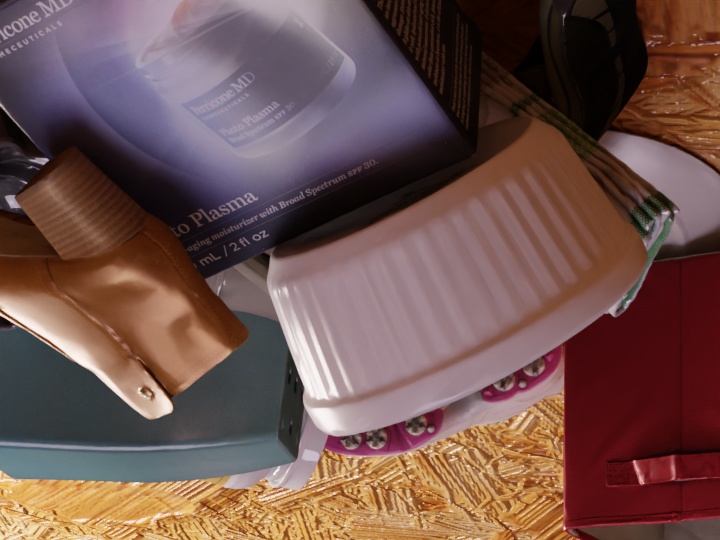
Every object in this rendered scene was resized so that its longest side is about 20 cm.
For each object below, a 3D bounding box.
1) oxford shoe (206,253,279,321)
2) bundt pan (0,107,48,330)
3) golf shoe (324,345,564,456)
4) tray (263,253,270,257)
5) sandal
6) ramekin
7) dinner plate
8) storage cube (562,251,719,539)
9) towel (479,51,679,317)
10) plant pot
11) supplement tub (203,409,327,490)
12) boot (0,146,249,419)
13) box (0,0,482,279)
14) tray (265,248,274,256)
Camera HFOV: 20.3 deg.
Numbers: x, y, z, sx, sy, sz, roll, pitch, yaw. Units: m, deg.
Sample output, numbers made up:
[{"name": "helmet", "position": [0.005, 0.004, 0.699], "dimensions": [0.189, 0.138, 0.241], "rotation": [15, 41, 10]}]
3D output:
[{"name": "oxford shoe", "position": [-0.100, -0.003, 1.217], "dimensions": [0.200, 0.058, 0.075], "rotation": [29, 177, 18]}, {"name": "bundt pan", "position": [-0.243, -0.041, 1.153], "dimensions": [0.202, 0.076, 0.202], "rotation": [-12, 149, -7]}, {"name": "golf shoe", "position": [0.066, 0.099, 1.504], "dimensions": [0.200, 0.075, 0.092], "rotation": [-19, 156, 14]}, {"name": "tray", "position": [-0.143, -0.035, 1.338], "dimensions": [0.200, 0.037, 0.099], "rotation": [27, -177, -31]}, {"name": "sandal", "position": [0.119, -0.123, 1.136], "dimensions": [0.057, 0.080, 0.201], "rotation": [33, 160, 22]}, {"name": "ramekin", "position": [0.042, -0.004, 1.056], "dimensions": [0.202, 0.202, 0.094], "rotation": [-20, 102, 41]}, {"name": "dinner plate", "position": [0.149, -0.032, 1.327], "dimensions": [0.200, 0.024, 0.200], "rotation": [7, 150, 4]}, {"name": "storage cube", "position": [0.246, 0.099, 1.346], "dimensions": [0.171, 0.180, 0.200], "rotation": [-9, 158, 30]}, {"name": "towel", "position": [0.087, -0.060, 1.169], "dimensions": [0.200, 0.031, 0.149], "rotation": [39, 160, 11]}, {"name": "plant pot", "position": [-0.138, 0.064, 1.309], "dimensions": [0.200, 0.142, 0.141], "rotation": [4, 166, 8]}, {"name": "supplement tub", "position": [-0.125, 0.079, 1.479], "dimensions": [0.200, 0.145, 0.144], "rotation": [16, 151, -13]}, {"name": "boot", "position": [-0.161, 0.026, 1.067], "dimensions": [0.201, 0.071, 0.144], "rotation": [-24, 111, 43]}, {"name": "box", "position": [-0.072, -0.121, 1.039], "dimensions": [0.200, 0.123, 0.198], "rotation": [-25, 123, 23]}, {"name": "tray", "position": [-0.098, -0.045, 1.261], "dimensions": [0.107, 0.022, 0.200], "rotation": [31, 179, -34]}]
